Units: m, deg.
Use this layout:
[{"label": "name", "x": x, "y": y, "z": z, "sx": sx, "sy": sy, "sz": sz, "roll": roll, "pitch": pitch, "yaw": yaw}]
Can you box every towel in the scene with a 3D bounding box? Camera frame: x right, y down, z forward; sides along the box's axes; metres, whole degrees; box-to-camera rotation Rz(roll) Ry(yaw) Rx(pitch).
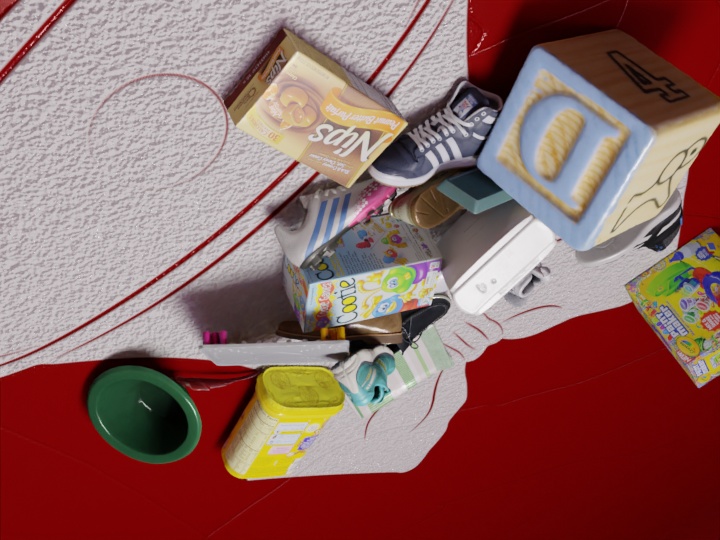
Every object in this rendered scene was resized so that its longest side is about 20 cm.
[{"label": "towel", "x": 0.060, "y": 0.178, "z": 1.571, "sx": 0.199, "sy": 0.023, "sz": 0.153, "roll": -29, "pitch": 141, "yaw": 2}]

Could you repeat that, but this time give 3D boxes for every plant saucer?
[{"label": "plant saucer", "x": 0.190, "y": -0.124, "z": 1.210, "sx": 0.199, "sy": 0.070, "sz": 0.019, "roll": -24, "pitch": 140, "yaw": -42}]

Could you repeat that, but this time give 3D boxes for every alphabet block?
[{"label": "alphabet block", "x": 0.307, "y": -0.172, "z": 1.152, "sx": 0.199, "sy": 0.196, "sz": 0.196, "roll": -21, "pitch": 147, "yaw": -42}]

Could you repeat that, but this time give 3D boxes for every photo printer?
[{"label": "photo printer", "x": 0.184, "y": -0.040, "z": 1.277, "sx": 0.069, "sy": 0.200, "sz": 0.166, "roll": 42, "pitch": 104, "yaw": -17}]

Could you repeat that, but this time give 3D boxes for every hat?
[{"label": "hat", "x": -0.292, "y": 0.180, "z": 1.369, "sx": 0.200, "sy": 0.176, "sz": 0.166, "roll": 42, "pitch": 117, "yaw": -13}]

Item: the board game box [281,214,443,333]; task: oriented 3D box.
[{"label": "board game box", "x": 0.000, "y": 0.000, "z": 1.273, "sx": 0.199, "sy": 0.105, "sz": 0.103, "roll": -11, "pitch": 139, "yaw": -20}]

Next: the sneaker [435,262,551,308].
[{"label": "sneaker", "x": 0.194, "y": 0.008, "z": 1.389, "sx": 0.199, "sy": 0.115, "sz": 0.075, "roll": -24, "pitch": 141, "yaw": -5}]

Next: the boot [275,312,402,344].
[{"label": "boot", "x": -0.033, "y": 0.075, "z": 1.383, "sx": 0.199, "sy": 0.074, "sz": 0.076, "roll": -1, "pitch": 93, "yaw": -14}]

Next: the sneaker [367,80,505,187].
[{"label": "sneaker", "x": 0.102, "y": -0.179, "z": 1.158, "sx": 0.199, "sy": 0.070, "sz": 0.109, "roll": -18, "pitch": 146, "yaw": -28}]

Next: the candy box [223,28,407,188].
[{"label": "candy box", "x": -0.050, "y": -0.188, "z": 1.073, "sx": 0.115, "sy": 0.055, "sz": 0.200, "roll": -45, "pitch": 139, "yaw": 20}]

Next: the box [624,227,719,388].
[{"label": "box", "x": 0.634, "y": 0.069, "z": 1.652, "sx": 0.192, "sy": 0.200, "sz": 0.122, "roll": -36, "pitch": 141, "yaw": 9}]

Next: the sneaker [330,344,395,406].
[{"label": "sneaker", "x": 0.010, "y": 0.163, "z": 1.342, "sx": 0.077, "sy": 0.080, "sz": 0.200, "roll": -31, "pitch": 171, "yaw": 15}]

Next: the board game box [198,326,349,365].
[{"label": "board game box", "x": -0.117, "y": 0.109, "z": 1.274, "sx": 0.199, "sy": 0.026, "sz": 0.200, "roll": -2, "pitch": 168, "yaw": -2}]

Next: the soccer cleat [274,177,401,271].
[{"label": "soccer cleat", "x": -0.028, "y": -0.087, "z": 1.192, "sx": 0.200, "sy": 0.086, "sz": 0.070, "roll": -41, "pitch": 176, "yaw": -17}]

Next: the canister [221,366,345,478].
[{"label": "canister", "x": -0.133, "y": 0.257, "z": 1.493, "sx": 0.148, "sy": 0.087, "sz": 0.200, "roll": 4, "pitch": 133, "yaw": -35}]

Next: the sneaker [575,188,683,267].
[{"label": "sneaker", "x": 0.466, "y": -0.049, "z": 1.521, "sx": 0.200, "sy": 0.073, "sz": 0.112, "roll": -35, "pitch": 140, "yaw": 6}]

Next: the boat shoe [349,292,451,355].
[{"label": "boat shoe", "x": 0.065, "y": 0.103, "z": 1.461, "sx": 0.199, "sy": 0.062, "sz": 0.075, "roll": -29, "pitch": 140, "yaw": -1}]

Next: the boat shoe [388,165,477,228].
[{"label": "boat shoe", "x": 0.124, "y": -0.115, "z": 1.243, "sx": 0.199, "sy": 0.062, "sz": 0.074, "roll": -23, "pitch": 113, "yaw": -38}]
